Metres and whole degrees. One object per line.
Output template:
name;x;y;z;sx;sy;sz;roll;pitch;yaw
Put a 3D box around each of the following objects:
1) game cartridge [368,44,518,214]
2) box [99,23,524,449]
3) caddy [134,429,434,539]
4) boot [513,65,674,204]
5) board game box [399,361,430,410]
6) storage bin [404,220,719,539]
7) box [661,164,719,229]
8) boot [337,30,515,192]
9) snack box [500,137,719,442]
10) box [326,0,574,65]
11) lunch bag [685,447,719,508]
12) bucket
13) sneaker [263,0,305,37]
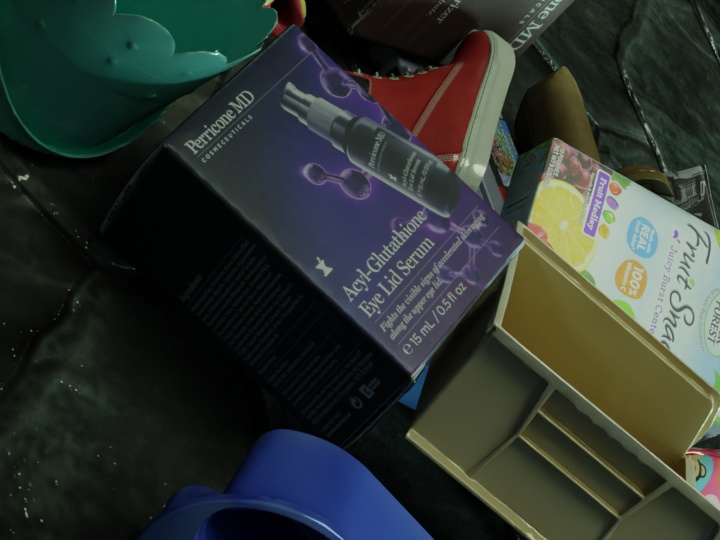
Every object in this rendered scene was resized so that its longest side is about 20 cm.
game cartridge;0.083;-0.083;1.581;0.129;0.038;0.201;7;57;-49
box;-0.028;-0.020;1.209;0.200;0.104;0.148;42;48;-1
caddy;-0.032;0.183;1.053;0.200;0.141;0.105;47;28;-17
boot;0.174;-0.083;1.591;0.066;0.176;0.201;2;50;-17
board game box;0.000;0.000;1.365;0.199;0.045;0.153;30;41;-39
storage bin;0.138;0.093;1.267;0.198;0.094;0.200;39;19;-5
box;0.263;0.028;1.614;0.200;0.049;0.159;70;9;-69
boot;0.032;-0.135;1.488;0.143;0.073;0.201;24;38;-4
snack box;0.187;0.015;1.436;0.199;0.053;0.143;28;65;-18
box;0.064;-0.275;1.569;0.199;0.166;0.165;10;42;-51
lunch bag;0.242;0.216;1.459;0.199;0.082;0.178;13;79;-51
bucket;-0.162;-0.174;1.194;0.207;0.134;0.208;36;36;-32
sneaker;-0.095;-0.202;1.381;0.200;0.078;0.091;-3;67;-58
